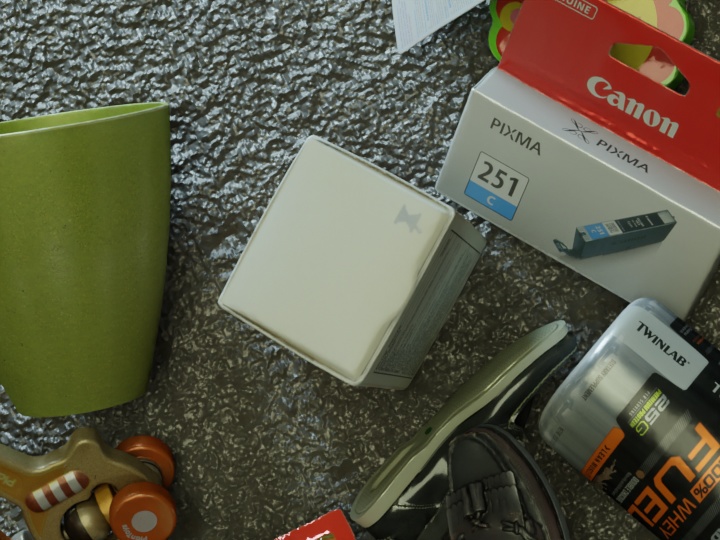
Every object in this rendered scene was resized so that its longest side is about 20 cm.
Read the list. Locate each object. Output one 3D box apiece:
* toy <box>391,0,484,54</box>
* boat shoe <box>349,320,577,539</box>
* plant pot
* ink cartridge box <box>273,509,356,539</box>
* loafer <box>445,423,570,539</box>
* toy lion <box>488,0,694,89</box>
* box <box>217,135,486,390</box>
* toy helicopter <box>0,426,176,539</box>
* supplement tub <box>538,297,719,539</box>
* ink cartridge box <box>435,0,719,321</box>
[{"bbox_3d":[0.093,-0.236,1.313,0.200,0.047,0.116,-30,61,51],"label":"toy"},{"bbox_3d":[0.082,0.117,1.331,0.068,0.072,0.200,42,92,-7],"label":"boat shoe"},{"bbox_3d":[-0.211,-0.005,1.350,0.186,0.187,0.201,-7,99,10],"label":"plant pot"},{"bbox_3d":[-0.049,0.254,1.246,0.162,0.057,0.200,-25,56,-7],"label":"ink cartridge box"},{"bbox_3d":[0.098,0.195,1.240,0.072,0.063,0.201,-29,73,35],"label":"loafer"},{"bbox_3d":[0.158,-0.208,1.345,0.200,0.069,0.192,45,104,15],"label":"toy lion"},{"bbox_3d":[0.000,0.000,1.283,0.109,0.200,0.128,29,90,11],"label":"box"},{"bbox_3d":[-0.232,0.158,1.347,0.200,0.079,0.132,29,110,-20],"label":"toy helicopter"},{"bbox_3d":[0.226,0.122,1.269,0.200,0.123,0.123,39,93,11],"label":"supplement tub"},{"bbox_3d":[0.166,-0.081,1.291,0.200,0.045,0.177,30,130,12],"label":"ink cartridge box"}]
